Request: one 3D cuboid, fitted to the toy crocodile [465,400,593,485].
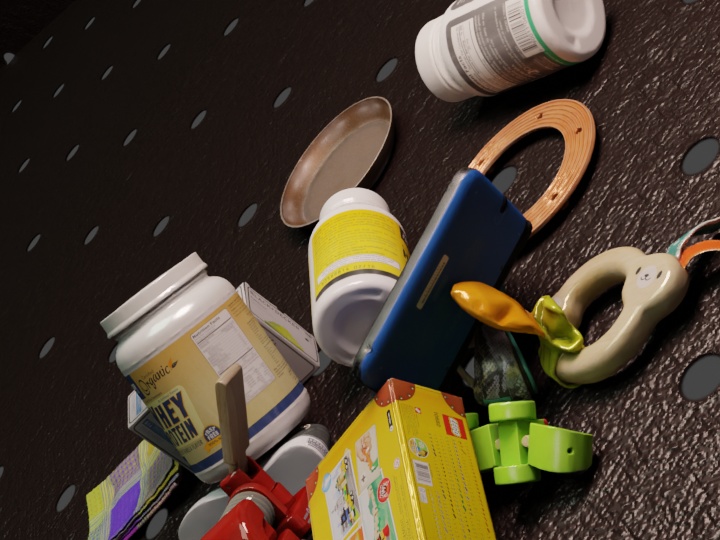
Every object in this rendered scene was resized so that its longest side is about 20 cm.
[{"bbox_3d":[0.112,0.148,1.167,0.199,0.061,0.069,-19,72,55],"label":"toy crocodile"}]

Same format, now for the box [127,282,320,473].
[{"bbox_3d":[-0.153,0.124,1.552,0.200,0.116,0.060,-43,27,15],"label":"box"}]

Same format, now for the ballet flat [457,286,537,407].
[{"bbox_3d":[0.108,0.053,1.271,0.072,0.072,0.201,-41,30,20],"label":"ballet flat"}]

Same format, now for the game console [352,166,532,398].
[{"bbox_3d":[0.051,0.017,1.224,0.118,0.170,0.202,23,80,40],"label":"game console"}]

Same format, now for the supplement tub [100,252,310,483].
[{"bbox_3d":[-0.159,0.098,1.421,0.144,0.201,0.144,-36,4,3],"label":"supplement tub"}]

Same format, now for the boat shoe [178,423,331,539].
[{"bbox_3d":[-0.102,0.224,1.414,0.199,0.069,0.057,-37,12,24],"label":"boat shoe"}]

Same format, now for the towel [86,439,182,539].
[{"bbox_3d":[-0.269,0.255,1.657,0.200,0.023,0.144,-46,27,23],"label":"towel"}]

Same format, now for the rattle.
[{"bbox_3d":[0.197,-0.006,1.143,0.199,0.143,0.131,-38,12,36],"label":"rattle"}]

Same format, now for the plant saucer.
[{"bbox_3d":[-0.023,-0.129,1.755,0.199,0.032,0.201,-37,30,25],"label":"plant saucer"}]

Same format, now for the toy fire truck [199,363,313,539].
[{"bbox_3d":[-0.092,0.205,1.221,0.129,0.200,0.176,-44,3,16],"label":"toy fire truck"}]

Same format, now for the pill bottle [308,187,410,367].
[{"bbox_3d":[0.000,0.000,1.468,0.111,0.111,0.201,-40,29,21],"label":"pill bottle"}]

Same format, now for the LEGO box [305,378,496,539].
[{"bbox_3d":[0.031,0.214,1.113,0.149,0.076,0.202,-52,33,35],"label":"LEGO box"}]

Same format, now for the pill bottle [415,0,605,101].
[{"bbox_3d":[0.158,-0.256,1.517,0.199,0.113,0.114,-15,44,50],"label":"pill bottle"}]

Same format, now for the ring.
[{"bbox_3d":[0.163,-0.090,1.426,0.200,0.019,0.202,-39,29,26],"label":"ring"}]
